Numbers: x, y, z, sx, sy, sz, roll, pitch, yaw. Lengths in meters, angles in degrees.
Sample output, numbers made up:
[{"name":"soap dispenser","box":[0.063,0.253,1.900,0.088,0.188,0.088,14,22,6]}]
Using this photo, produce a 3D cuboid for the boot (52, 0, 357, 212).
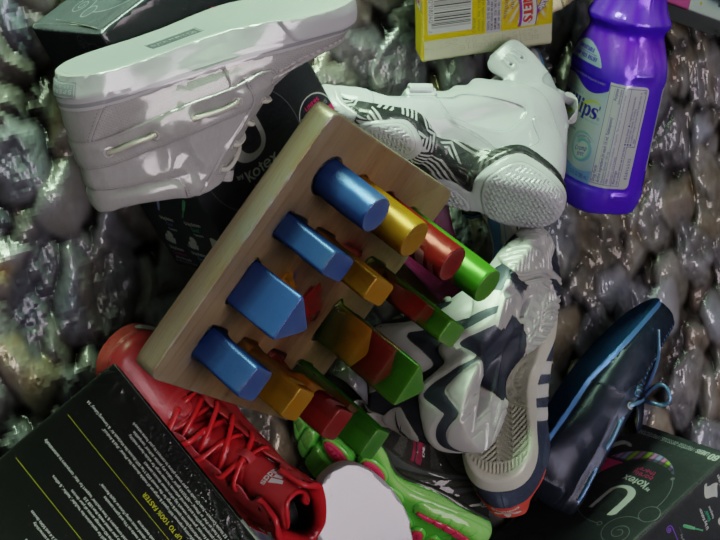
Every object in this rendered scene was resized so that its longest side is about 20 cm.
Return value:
[{"name":"boot","box":[-0.087,-0.103,1.096,0.199,0.073,0.096,-20,115,-20]}]

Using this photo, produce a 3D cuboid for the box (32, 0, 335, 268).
[{"name":"box","box":[-0.102,-0.109,1.184,0.122,0.106,0.201,-42,119,-22]}]

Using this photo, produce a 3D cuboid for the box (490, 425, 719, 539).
[{"name":"box","box":[0.206,0.231,1.446,0.200,0.122,0.107,-37,118,-26]}]

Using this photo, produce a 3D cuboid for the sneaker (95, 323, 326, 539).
[{"name":"sneaker","box":[-0.088,0.115,1.227,0.200,0.115,0.079,46,72,-32]}]

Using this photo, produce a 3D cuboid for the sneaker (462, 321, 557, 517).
[{"name":"sneaker","box":[0.114,0.098,1.377,0.085,0.074,0.201,73,24,-48]}]

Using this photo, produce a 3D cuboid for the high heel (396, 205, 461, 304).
[{"name":"high heel","box":[0.000,0.000,1.300,0.199,0.067,0.097,-12,95,-49]}]

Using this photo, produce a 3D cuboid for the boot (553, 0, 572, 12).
[{"name":"boot","box":[0.092,-0.254,1.322,0.199,0.073,0.157,-24,112,-33]}]

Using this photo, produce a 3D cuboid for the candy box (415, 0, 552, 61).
[{"name":"candy box","box":[0.087,-0.246,1.263,0.101,0.026,0.201,-10,127,-12]}]

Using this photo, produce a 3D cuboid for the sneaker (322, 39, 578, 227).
[{"name":"sneaker","box":[0.065,-0.114,1.303,0.199,0.075,0.116,21,61,-2]}]

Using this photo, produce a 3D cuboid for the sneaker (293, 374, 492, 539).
[{"name":"sneaker","box":[0.024,0.137,1.352,0.200,0.076,0.084,42,44,-29]}]

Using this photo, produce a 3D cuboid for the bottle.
[{"name":"bottle","box":[0.197,-0.147,1.385,0.065,0.084,0.202,2,111,-22]}]

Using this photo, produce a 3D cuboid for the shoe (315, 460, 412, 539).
[{"name":"shoe","box":[0.009,0.224,1.336,0.071,0.091,0.201,-30,106,-13]}]

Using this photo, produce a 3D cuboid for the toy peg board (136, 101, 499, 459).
[{"name":"toy peg board","box":[-0.011,0.022,1.168,0.201,0.098,0.199,-55,153,4]}]

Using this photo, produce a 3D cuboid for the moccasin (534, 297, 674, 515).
[{"name":"moccasin","box":[0.196,0.112,1.450,0.068,0.080,0.200,43,71,-7]}]

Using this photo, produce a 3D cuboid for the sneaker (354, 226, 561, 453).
[{"name":"sneaker","box":[0.060,0.044,1.297,0.080,0.129,0.200,57,46,-43]}]

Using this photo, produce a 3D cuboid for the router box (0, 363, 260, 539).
[{"name":"router box","box":[-0.152,0.184,1.156,0.149,0.051,0.200,-39,87,-8]}]

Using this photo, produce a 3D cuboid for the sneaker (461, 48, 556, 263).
[{"name":"sneaker","box":[0.117,-0.074,1.376,0.072,0.072,0.202,6,85,3]}]

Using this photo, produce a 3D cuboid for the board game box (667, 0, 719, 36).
[{"name":"board game box","box":[0.282,-0.304,1.453,0.147,0.064,0.202,11,91,-37]}]
